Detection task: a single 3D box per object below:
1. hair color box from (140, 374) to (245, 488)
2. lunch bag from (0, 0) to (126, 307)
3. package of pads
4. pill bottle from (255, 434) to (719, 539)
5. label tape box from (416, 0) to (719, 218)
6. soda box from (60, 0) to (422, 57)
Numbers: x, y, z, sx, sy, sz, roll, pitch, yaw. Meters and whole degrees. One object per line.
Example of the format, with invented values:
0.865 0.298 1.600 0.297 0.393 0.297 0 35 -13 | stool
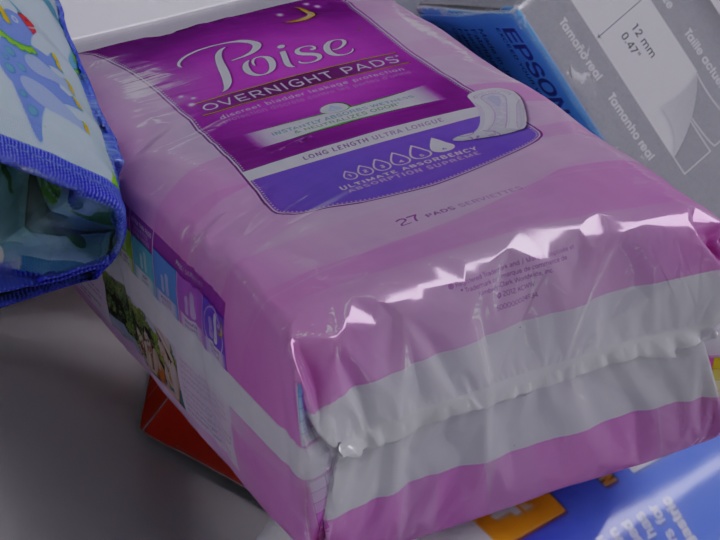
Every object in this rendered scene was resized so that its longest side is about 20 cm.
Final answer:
0.000 0.000 0.942 0.111 0.064 0.200 31 31 -15 | hair color box
-0.169 -0.067 0.744 0.199 0.128 0.170 1 45 -25 | lunch bag
0.000 -0.006 0.764 0.120 0.076 0.200 -14 27 -20 | package of pads
0.039 0.092 0.772 0.200 0.112 0.112 -25 68 -39 | pill bottle
0.136 -0.080 0.866 0.143 0.200 0.066 55 -16 -19 | label tape box
-0.052 -0.071 0.888 0.200 0.064 0.068 -17 40 -32 | soda box
